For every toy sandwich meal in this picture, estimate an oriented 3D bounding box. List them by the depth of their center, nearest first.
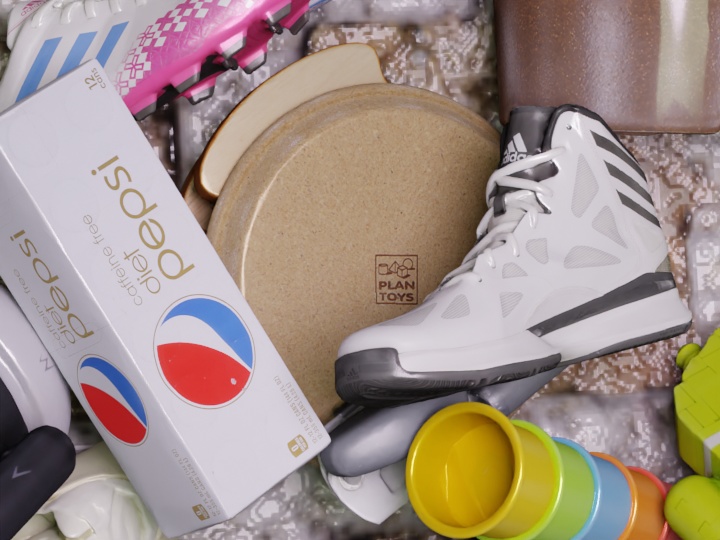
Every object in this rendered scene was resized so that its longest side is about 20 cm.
[{"bbox_3d":[0.000,0.000,1.307,0.204,0.070,0.207,0,90,-23],"label":"toy sandwich meal"}]

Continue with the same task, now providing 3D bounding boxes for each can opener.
[{"bbox_3d":[0.062,0.045,1.264,0.200,0.066,0.053,-38,102,-23],"label":"can opener"}]

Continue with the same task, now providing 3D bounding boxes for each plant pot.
[{"bbox_3d":[0.141,-0.164,1.286,0.199,0.200,0.200,0,95,-11],"label":"plant pot"}]

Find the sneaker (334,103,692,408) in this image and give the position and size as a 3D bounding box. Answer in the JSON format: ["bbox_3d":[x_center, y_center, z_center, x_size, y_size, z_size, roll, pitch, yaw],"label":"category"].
[{"bbox_3d":[0.056,-0.009,1.198,0.200,0.075,0.116,-13,88,-42],"label":"sneaker"}]

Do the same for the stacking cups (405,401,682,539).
[{"bbox_3d":[0.092,0.106,1.266,0.060,0.200,0.061,-8,74,29],"label":"stacking cups"}]

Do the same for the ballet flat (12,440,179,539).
[{"bbox_3d":[-0.150,0.136,1.267,0.199,0.069,0.070,-27,92,-10],"label":"ballet flat"}]

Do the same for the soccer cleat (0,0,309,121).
[{"bbox_3d":[-0.113,-0.104,1.259,0.199,0.070,0.087,-33,83,15],"label":"soccer cleat"}]

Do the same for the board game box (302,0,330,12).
[{"bbox_3d":[-0.029,-0.202,1.258,0.037,0.199,0.152,-31,93,-52],"label":"board game box"}]

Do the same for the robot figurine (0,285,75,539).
[{"bbox_3d":[-0.216,0.084,1.208,0.150,0.125,0.200,42,49,5],"label":"robot figurine"}]

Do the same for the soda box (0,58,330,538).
[{"bbox_3d":[-0.101,0.014,1.205,0.068,0.064,0.201,-35,96,-34],"label":"soda box"}]

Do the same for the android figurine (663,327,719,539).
[{"bbox_3d":[0.227,0.082,1.287,0.181,0.200,0.041,-29,136,-18],"label":"android figurine"}]
